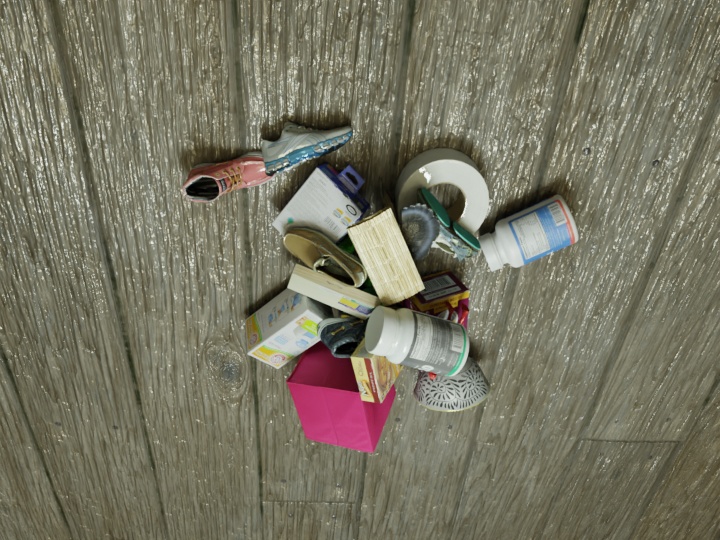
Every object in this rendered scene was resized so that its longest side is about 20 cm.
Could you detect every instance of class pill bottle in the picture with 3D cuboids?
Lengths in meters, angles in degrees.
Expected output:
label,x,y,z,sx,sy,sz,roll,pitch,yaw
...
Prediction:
label,x,y,z,sx,sy,sz,roll,pitch,yaw
pill bottle,0.115,0.143,1.111,0.196,0.114,0.115,16,121,-19
pill bottle,0.366,-0.076,1.189,0.197,0.113,0.113,-24,120,14

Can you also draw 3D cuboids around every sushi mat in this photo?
label,x,y,z,sx,sy,sz,roll,pitch,yaw
sushi mat,0.052,-0.021,1.049,0.094,0.012,0.202,-23,121,6

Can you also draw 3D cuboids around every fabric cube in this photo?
label,x,y,z,sx,sy,sz,roll,pitch,yaw
fabric cube,-0.040,0.287,1.321,0.195,0.197,0.203,3,127,23

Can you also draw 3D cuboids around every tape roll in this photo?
label,x,y,z,sx,sy,sz,roll,pitch,yaw
tape roll,0.172,-0.154,1.159,0.197,0.071,0.206,-1,122,-1

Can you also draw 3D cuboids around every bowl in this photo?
label,x,y,z,sx,sy,sz,roll,pitch,yaw
bowl,0.226,0.260,1.360,0.196,0.201,0.096,-8,108,4

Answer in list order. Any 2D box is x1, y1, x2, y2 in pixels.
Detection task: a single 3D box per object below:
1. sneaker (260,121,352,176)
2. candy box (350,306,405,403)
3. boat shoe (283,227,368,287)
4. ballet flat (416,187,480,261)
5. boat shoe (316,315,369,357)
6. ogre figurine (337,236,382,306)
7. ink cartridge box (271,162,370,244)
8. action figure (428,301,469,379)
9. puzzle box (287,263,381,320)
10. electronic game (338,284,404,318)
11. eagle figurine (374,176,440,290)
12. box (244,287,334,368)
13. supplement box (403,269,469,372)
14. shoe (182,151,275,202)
label,x,y,z,sx,sy,sz,roll,pitch,yaw
sneaker,-0.113,-0.266,1.086,0.196,0.075,0.089,-21,90,-2
candy box,0.054,0.184,1.206,0.054,0.200,0.118,2,119,29
boat shoe,-0.080,-0.026,1.095,0.197,0.076,0.073,24,118,13
ballet flat,0.168,-0.086,1.122,0.074,0.075,0.199,-40,113,21
boat shoe,0.002,0.149,1.246,0.196,0.091,0.072,-11,126,-27
ogre figurine,0.000,0.000,1.234,0.117,0.099,0.204,-4,125,-4
ink cartridge box,-0.074,-0.130,1.144,0.136,0.076,0.200,43,115,-4
action figure,0.191,0.166,1.229,0.064,0.052,0.204,4,116,-21
puzzle box,-0.060,0.050,1.167,0.196,0.026,0.133,23,161,-7
electronic game,0.042,0.115,1.340,0.195,0.042,0.204,-1,122,-1
eagle figurine,0.072,-0.068,1.100,0.149,0.151,0.204,20,107,-6
box,-0.172,0.130,1.292,0.198,0.103,0.112,-35,135,18
supplement box,0.179,0.121,1.292,0.128,0.103,0.204,-16,124,-17
shoe,-0.267,-0.189,1.112,0.195,0.092,0.073,-8,123,3
